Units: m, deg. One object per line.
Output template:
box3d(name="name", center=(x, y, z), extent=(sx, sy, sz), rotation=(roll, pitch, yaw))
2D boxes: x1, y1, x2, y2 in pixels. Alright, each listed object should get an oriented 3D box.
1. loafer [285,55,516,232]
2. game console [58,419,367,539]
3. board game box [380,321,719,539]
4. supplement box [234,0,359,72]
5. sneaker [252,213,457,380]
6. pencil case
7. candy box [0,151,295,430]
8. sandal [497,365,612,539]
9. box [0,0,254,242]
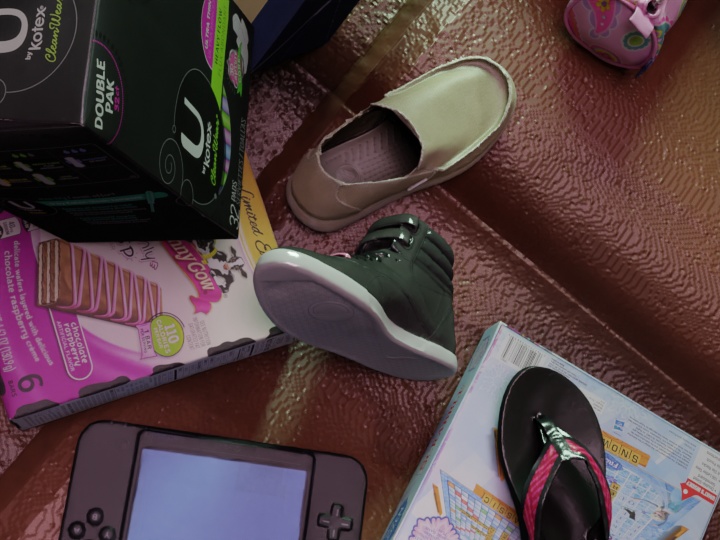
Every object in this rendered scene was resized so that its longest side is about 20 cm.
box3d(name="loafer", center=(0.038, -0.096, 0.778), extent=(0.199, 0.068, 0.076), rotation=(-35, 85, -16))
box3d(name="game console", center=(-0.092, 0.187, 0.661), extent=(0.198, 0.116, 0.177), rotation=(10, 75, -9))
box3d(name="board game box", center=(0.133, 0.173, 0.746), extent=(0.199, 0.041, 0.200), rotation=(31, 73, -3))
box3d(name="supplement box", center=(-0.063, -0.282, 0.719), extent=(0.200, 0.134, 0.200), rotation=(44, 118, 2))
box3d(name="sneaker", center=(0.000, 0.000, 0.713), extent=(0.200, 0.070, 0.100), rotation=(31, 54, -48))
box3d(name="pencil case", center=(0.243, -0.252, 0.845), extent=(0.087, 0.087, 0.201), rotation=(36, 72, 0))
box3d(name="candy box", center=(-0.153, 0.010, 0.721), extent=(0.199, 0.061, 0.137), rotation=(-18, 80, -15))
box3d(name="sandal", center=(0.135, 0.161, 0.703), extent=(0.074, 0.045, 0.202), rotation=(-1, 77, -11))
box3d(name="box", center=(-0.152, -0.110, 0.597), extent=(0.123, 0.200, 0.150), rotation=(-1, 76, 15))
